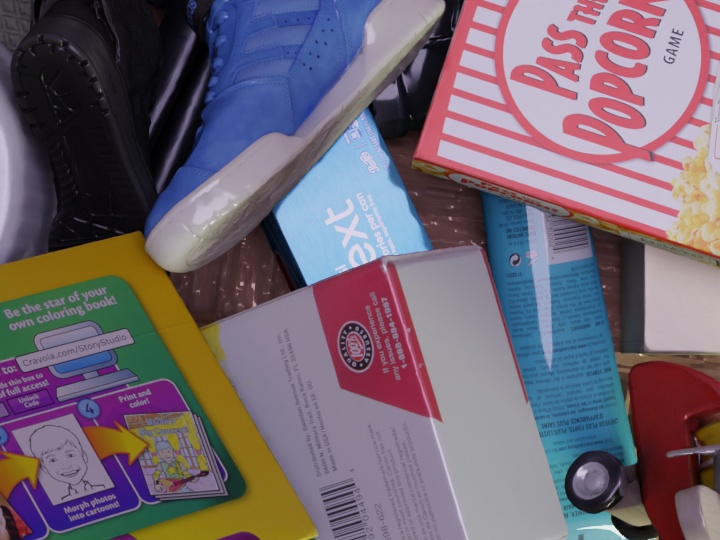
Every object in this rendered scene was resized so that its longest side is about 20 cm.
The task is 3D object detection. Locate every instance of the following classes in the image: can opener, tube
[{"bbox_3d":[-0.087,-0.105,1.297,0.063,0.078,0.201,22,83,-43],"label":"can opener"},{"bbox_3d":[0.099,0.043,1.304,0.077,0.050,0.201,-8,91,-7],"label":"tube"}]

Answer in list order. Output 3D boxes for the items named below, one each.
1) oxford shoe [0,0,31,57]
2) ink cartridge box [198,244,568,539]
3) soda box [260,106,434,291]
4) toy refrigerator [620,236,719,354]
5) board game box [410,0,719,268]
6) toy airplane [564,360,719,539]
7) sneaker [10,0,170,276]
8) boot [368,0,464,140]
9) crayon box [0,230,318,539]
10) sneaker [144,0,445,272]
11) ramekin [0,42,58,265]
[{"bbox_3d":[-0.188,-0.174,1.283,0.200,0.075,0.058,52,42,-4],"label":"oxford shoe"},{"bbox_3d":[-0.021,0.086,1.209,0.200,0.083,0.146,-20,85,36],"label":"ink cartridge box"},{"bbox_3d":[0.000,0.000,1.285,0.068,0.064,0.201,-25,87,-9],"label":"soda box"},{"bbox_3d":[0.234,0.006,1.313,0.199,0.070,0.076,0,87,-5],"label":"toy refrigerator"},{"bbox_3d":[0.141,-0.092,1.253,0.199,0.046,0.152,17,85,1],"label":"board game box"},{"bbox_3d":[0.203,0.137,1.215,0.141,0.200,0.199,-37,103,12],"label":"toy airplane"},{"bbox_3d":[-0.120,-0.078,1.228,0.060,0.104,0.200,-2,124,14],"label":"sneaker"},{"bbox_3d":[0.090,-0.160,1.312,0.199,0.066,0.165,-10,92,-5],"label":"boot"},{"bbox_3d":[-0.145,0.083,1.117,0.200,0.058,0.173,-15,61,-37],"label":"crayon box"},{"bbox_3d":[-0.060,-0.095,1.211,0.111,0.077,0.200,40,66,5],"label":"sneaker"},{"bbox_3d":[-0.243,-0.040,1.231,0.200,0.098,0.201,0,88,-1],"label":"ramekin"}]
